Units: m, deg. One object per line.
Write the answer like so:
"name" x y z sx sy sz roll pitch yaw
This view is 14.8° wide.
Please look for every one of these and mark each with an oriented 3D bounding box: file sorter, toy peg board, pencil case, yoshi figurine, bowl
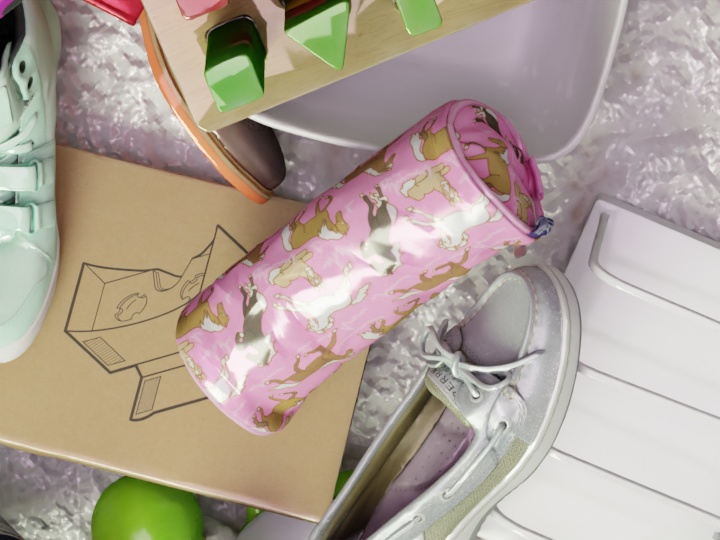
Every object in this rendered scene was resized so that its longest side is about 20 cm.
"file sorter" 0.144 0.089 1.418 0.139 0.125 0.200 23 107 2
"toy peg board" -0.022 -0.181 1.284 0.200 0.098 0.199 -22 106 4
"pencil case" 0.000 0.000 1.367 0.200 0.083 0.087 -36 101 22
"yoshi figurine" -0.060 0.141 1.477 0.200 0.112 0.112 -12 96 14
"bowl" 0.033 -0.160 1.381 0.199 0.075 0.200 9 105 -5

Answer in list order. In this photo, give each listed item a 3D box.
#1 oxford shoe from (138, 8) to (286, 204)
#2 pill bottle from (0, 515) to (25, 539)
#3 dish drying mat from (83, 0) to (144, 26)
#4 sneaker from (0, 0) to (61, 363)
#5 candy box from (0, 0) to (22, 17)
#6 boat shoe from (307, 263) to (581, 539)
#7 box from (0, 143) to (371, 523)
"oxford shoe" -0.076 -0.131 1.421 0.072 0.071 0.200 -24 101 8
"pill bottle" -0.222 0.174 1.452 0.200 0.112 0.112 37 115 44
"dish drying mat" -0.103 -0.228 1.385 0.077 0.018 0.200 26 85 1
"sneaker" -0.194 -0.057 1.397 0.074 0.118 0.201 1 81 4
"candy box" -0.220 -0.200 1.363 0.136 0.200 0.061 -37 138 15
"boat shoe" 0.040 0.083 1.366 0.065 0.074 0.202 16 116 -37
"box" -0.094 0.031 1.451 0.200 0.021 0.164 14 79 3
